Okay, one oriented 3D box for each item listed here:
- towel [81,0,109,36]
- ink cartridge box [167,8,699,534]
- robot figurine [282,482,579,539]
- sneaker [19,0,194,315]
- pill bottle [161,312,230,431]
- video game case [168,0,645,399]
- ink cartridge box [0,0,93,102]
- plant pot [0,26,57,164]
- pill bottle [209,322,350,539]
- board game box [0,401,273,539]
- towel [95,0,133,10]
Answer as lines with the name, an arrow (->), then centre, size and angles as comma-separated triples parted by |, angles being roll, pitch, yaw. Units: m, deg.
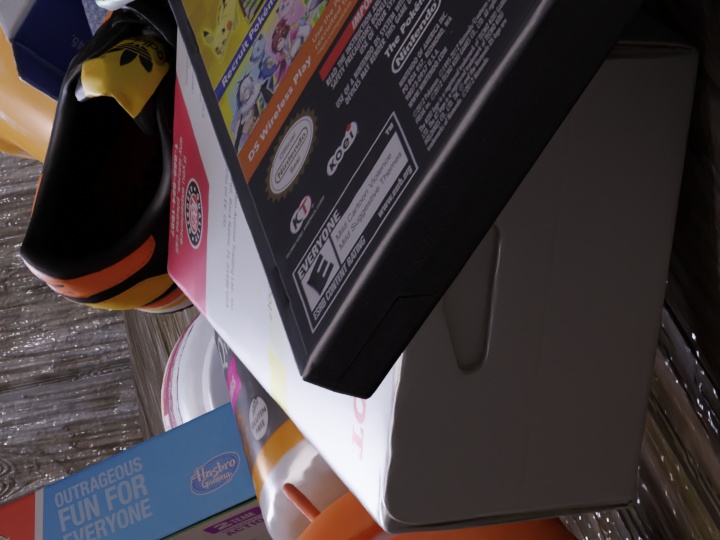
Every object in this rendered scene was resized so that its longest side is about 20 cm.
towel -> -0.060, -0.158, 1.077 | 0.147, 0.024, 0.200 | -48, 38, 22
ink cartridge box -> 0.013, -0.029, 0.846 | 0.200, 0.083, 0.145 | -134, 44, -58
robot figurine -> 0.039, 0.137, 0.894 | 0.200, 0.144, 0.117 | -130, 35, -50
sneaker -> -0.054, -0.077, 0.951 | 0.200, 0.070, 0.090 | -67, -20, 9
pill bottle -> -0.032, 0.055, 1.322 | 0.200, 0.114, 0.114 | 146, 112, -81
video game case -> 0.022, -0.099, 0.715 | 0.200, 0.025, 0.181 | -57, 32, 26
ink cartridge box -> -0.063, -0.074, 1.183 | 0.047, 0.198, 0.200 | -55, 23, 8
plant pot -> -0.120, -0.121, 1.491 | 0.183, 0.200, 0.200 | 47, 152, 43
pill bottle -> 0.000, 0.000, 1.034 | 0.116, 0.116, 0.200 | 92, 164, -57
board game box -> -0.053, 0.119, 1.138 | 0.200, 0.153, 0.040 | 30, -139, -56
towel -> -0.016, -0.170, 0.784 | 0.200, 0.023, 0.153 | -66, 17, -10
